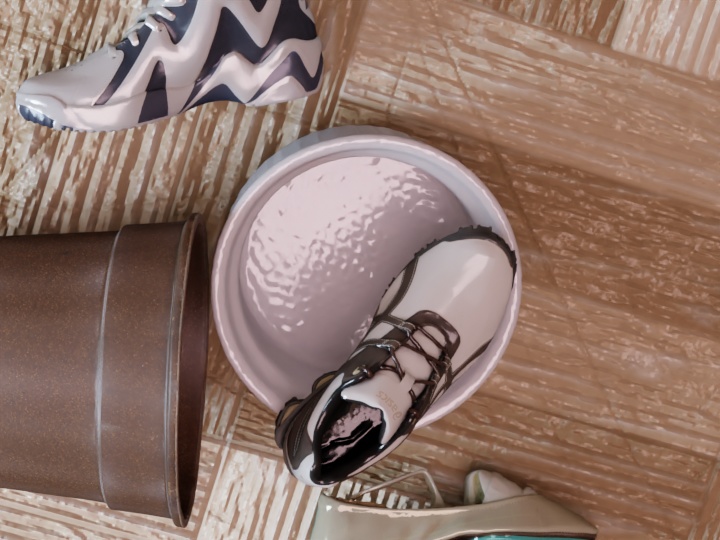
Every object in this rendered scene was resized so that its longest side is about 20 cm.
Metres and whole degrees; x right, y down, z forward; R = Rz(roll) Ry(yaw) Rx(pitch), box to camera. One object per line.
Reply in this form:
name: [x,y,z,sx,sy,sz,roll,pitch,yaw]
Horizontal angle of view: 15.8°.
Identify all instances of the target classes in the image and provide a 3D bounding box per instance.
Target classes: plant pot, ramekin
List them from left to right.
plant pot: [-0.203,0.059,1.652,0.198,0.200,0.201,3,104,1]
ramekin: [0.000,0.000,1.698,0.200,0.098,0.201,-1,105,-5]

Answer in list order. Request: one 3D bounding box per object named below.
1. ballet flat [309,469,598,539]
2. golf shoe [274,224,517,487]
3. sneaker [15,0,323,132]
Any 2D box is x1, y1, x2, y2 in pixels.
ballet flat: [0.063,0.166,1.764,0.199,0.069,0.070,-4,105,-12]
golf shoe: [0.030,0.062,1.619,0.078,0.095,0.200,38,96,-13]
sneaker: [-0.127,-0.164,1.653,0.199,0.080,0.130,-8,104,-4]
